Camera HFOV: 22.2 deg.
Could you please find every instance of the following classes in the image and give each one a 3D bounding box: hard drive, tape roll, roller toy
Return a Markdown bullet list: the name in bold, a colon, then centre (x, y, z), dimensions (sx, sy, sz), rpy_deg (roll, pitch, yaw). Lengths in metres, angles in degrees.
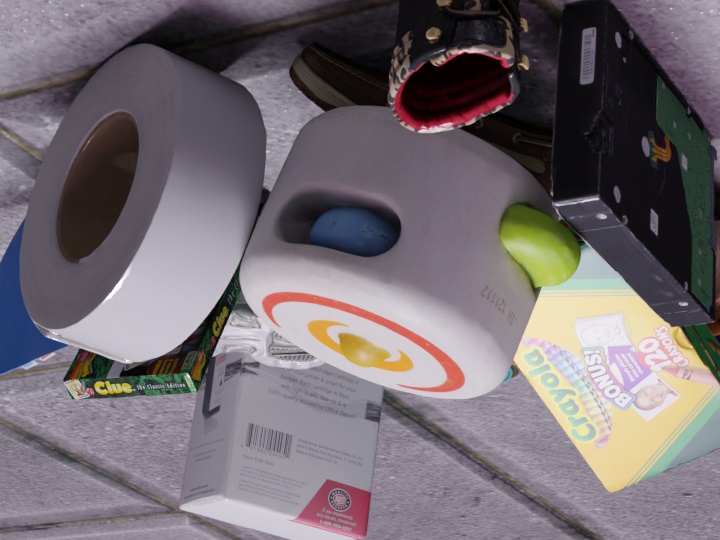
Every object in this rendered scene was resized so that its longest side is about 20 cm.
- **hard drive**: centre (0.179, -0.063, 1.176), dimensions (0.038, 0.140, 0.200), rpy_deg (-9, 153, 30)
- **tape roll**: centre (-0.147, -0.044, 1.210), dimensions (0.071, 0.203, 0.202), rpy_deg (21, 151, -33)
- **roller toy**: centre (0.022, -0.003, 1.158), dimensions (0.182, 0.140, 0.200), rpy_deg (27, 161, -12)

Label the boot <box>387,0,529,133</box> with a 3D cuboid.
- **boot**: centre (0.069, -0.171, 0.943), dimensions (0.073, 0.151, 0.200), rpy_deg (16, 154, -23)

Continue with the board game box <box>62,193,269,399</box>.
- **board game box**: centre (-0.138, 0.017, 1.358), dimensions (0.104, 0.200, 0.023), rpy_deg (-8, 128, 24)

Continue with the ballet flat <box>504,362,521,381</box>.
- **ballet flat**: centre (0.110, 0.048, 1.523), dimensions (0.070, 0.071, 0.200), rpy_deg (1, 169, 9)

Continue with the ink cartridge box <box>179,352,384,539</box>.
- **ink cartridge box**: centre (-0.062, 0.118, 1.554), dimensions (0.145, 0.201, 0.085), rpy_deg (20, 157, -30)

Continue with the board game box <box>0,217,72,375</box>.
- **board game box**: centre (-0.216, 0.006, 1.384), dimensions (0.039, 0.158, 0.200), rpy_deg (30, 146, -33)

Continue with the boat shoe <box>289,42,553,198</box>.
- **boat shoe**: centre (0.053, -0.108, 1.207), dimensions (0.202, 0.075, 0.075), rpy_deg (27, -167, -16)

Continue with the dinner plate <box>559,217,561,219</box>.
- **dinner plate**: centre (0.106, -0.023, 1.345), dimensions (0.200, 0.024, 0.200), rpy_deg (-21, 169, -4)

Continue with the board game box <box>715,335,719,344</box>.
- **board game box**: centre (0.406, 0.054, 1.503), dimensions (0.199, 0.045, 0.134), rpy_deg (-9, 152, 29)

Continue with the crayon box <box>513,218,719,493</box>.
- **crayon box**: centre (0.181, 0.054, 1.304), dimensions (0.119, 0.058, 0.200), rpy_deg (-26, 116, 23)

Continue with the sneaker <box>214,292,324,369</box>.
- **sneaker**: centre (-0.113, 0.021, 1.470), dimensions (0.199, 0.100, 0.078), rpy_deg (11, 129, -15)

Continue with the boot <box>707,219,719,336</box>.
- **boot**: centre (0.261, 0.037, 1.397), dimensions (0.154, 0.074, 0.200), rpy_deg (-1, 145, -30)
